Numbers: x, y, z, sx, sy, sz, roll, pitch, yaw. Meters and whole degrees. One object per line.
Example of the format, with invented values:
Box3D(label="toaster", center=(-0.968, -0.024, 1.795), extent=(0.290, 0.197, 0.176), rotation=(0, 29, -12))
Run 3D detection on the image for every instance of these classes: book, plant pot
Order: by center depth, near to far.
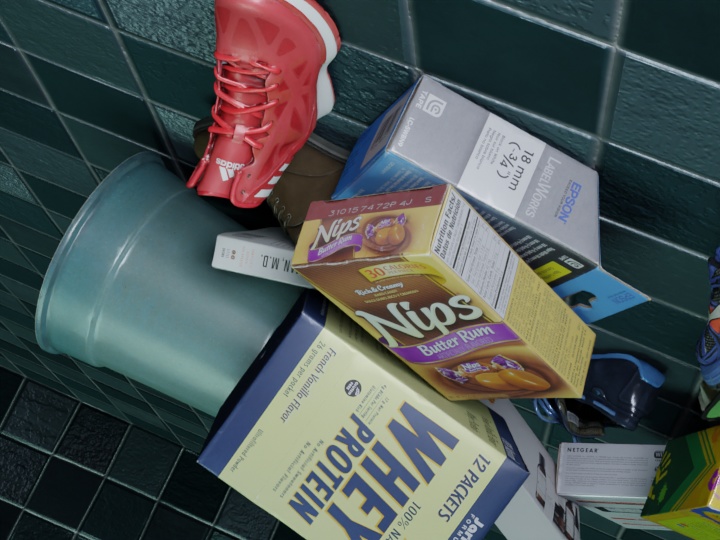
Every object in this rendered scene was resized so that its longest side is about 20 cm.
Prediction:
Box3D(label="book", center=(0.000, 0.000, 1.224), extent=(0.199, 0.048, 0.134), rotation=(12, -174, 14))
Box3D(label="plant pot", center=(-0.148, 0.030, 1.372), extent=(0.196, 0.201, 0.200), rotation=(29, 166, 11))

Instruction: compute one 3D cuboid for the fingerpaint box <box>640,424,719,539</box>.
Box3D(label="fingerpaint box", center=(0.336, 0.187, 1.177), extent=(0.199, 0.074, 0.167), rotation=(23, 167, -1))

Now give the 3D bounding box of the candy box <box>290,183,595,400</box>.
Box3D(label="candy box", center=(0.059, 0.021, 1.055), extent=(0.116, 0.057, 0.200), rotation=(-5, 145, 39))

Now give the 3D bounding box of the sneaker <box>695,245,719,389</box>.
Box3D(label="sneaker", center=(0.254, 0.017, 0.994), extent=(0.075, 0.079, 0.200), rotation=(-19, 163, -10))

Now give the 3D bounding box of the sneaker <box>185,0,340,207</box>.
Box3D(label="sneaker", center=(-0.067, -0.104, 1.005), extent=(0.078, 0.116, 0.200), rotation=(20, 164, 16))

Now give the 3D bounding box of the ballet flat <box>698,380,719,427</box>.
Box3D(label="ballet flat", center=(0.301, 0.097, 1.212), extent=(0.073, 0.073, 0.200), rotation=(23, 171, 7))

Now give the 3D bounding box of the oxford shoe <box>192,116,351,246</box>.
Box3D(label="oxford shoe", center=(-0.050, -0.065, 1.174), extent=(0.199, 0.085, 0.073), rotation=(20, 166, 25))

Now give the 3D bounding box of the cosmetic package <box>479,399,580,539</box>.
Box3D(label="cosmetic package", center=(0.134, 0.178, 1.386), extent=(0.050, 0.083, 0.200), rotation=(-22, 127, 22))

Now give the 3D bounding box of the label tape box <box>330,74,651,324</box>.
Box3D(label="label tape box", center=(0.094, -0.041, 1.062), extent=(0.199, 0.063, 0.144), rotation=(28, 163, -10))

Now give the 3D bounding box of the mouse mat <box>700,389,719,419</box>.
Box3D(label="mouse mat", center=(0.308, 0.058, 0.995), extent=(0.160, 0.008, 0.200), rotation=(-11, 163, -1))

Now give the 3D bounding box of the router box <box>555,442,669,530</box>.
Box3D(label="router box", center=(0.303, 0.200, 1.420), extent=(0.199, 0.049, 0.179), rotation=(-2, 161, 30))

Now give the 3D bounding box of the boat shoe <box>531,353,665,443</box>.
Box3D(label="boat shoe", center=(0.197, 0.116, 1.408), extent=(0.084, 0.069, 0.200), rotation=(27, 165, -8))

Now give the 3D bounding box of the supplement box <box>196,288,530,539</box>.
Box3D(label="supplement box", center=(0.002, 0.129, 1.189), extent=(0.199, 0.134, 0.200), rotation=(35, -175, -4))

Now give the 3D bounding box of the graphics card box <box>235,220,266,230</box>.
Box3D(label="graphics card box", center=(-0.037, 0.014, 1.474), extent=(0.199, 0.051, 0.125), rotation=(15, 162, 35))
